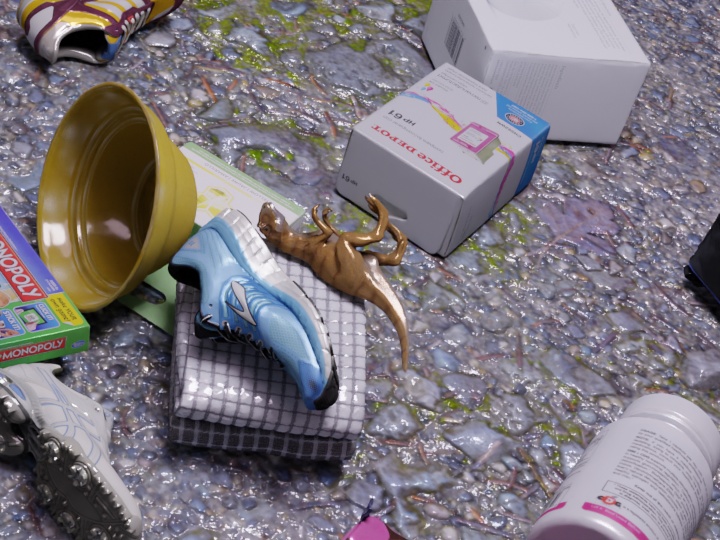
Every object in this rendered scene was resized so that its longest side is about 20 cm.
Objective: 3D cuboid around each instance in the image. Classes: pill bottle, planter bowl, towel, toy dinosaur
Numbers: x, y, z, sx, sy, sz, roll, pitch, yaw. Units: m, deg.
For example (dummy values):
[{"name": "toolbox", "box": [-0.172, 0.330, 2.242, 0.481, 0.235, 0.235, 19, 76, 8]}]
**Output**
[{"name": "pill bottle", "box": [0.226, 0.194, 1.258, 0.113, 0.114, 0.200, 30, 41, 15]}, {"name": "planter bowl", "box": [-0.202, -0.060, 1.339, 0.083, 0.201, 0.201, 8, 36, -42]}, {"name": "towel", "box": [-0.082, 0.066, 1.305, 0.164, 0.086, 0.201, 8, 48, -11]}, {"name": "toy dinosaur", "box": [0.000, 0.000, 1.305, 0.199, 0.060, 0.106, 36, 76, 21]}]

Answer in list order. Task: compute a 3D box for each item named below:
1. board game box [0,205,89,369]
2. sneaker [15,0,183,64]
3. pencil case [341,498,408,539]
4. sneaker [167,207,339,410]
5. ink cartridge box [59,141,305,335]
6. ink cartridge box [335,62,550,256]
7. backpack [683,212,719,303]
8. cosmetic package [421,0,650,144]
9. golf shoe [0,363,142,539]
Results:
[{"name": "board game box", "box": [-0.334, 0.015, 1.292, 0.134, 0.029, 0.200, -13, 40, -32]}, {"name": "sneaker", "box": [-0.269, -0.268, 1.646, 0.199, 0.075, 0.090, -19, 60, -29]}, {"name": "pencil case", "box": [0.061, 0.267, 1.135, 0.199, 0.091, 0.094, 36, 29, 17]}, {"name": "sneaker", "box": [-0.088, 0.045, 1.231, 0.090, 0.079, 0.200, -32, 59, -15]}, {"name": "ink cartridge box", "box": [-0.164, -0.034, 1.425, 0.145, 0.048, 0.200, 31, 38, 14]}, {"name": "ink cartridge box", "box": [0.088, -0.120, 1.594, 0.144, 0.085, 0.200, 32, 42, 16]}, {"name": "backpack", "box": [0.470, 0.002, 1.565, 0.199, 0.135, 0.183, -7, 46, -32]}, {"name": "cosmetic package", "box": [0.200, -0.258, 1.767, 0.198, 0.124, 0.200, 1, 42, -18]}, {"name": "golf shoe", "box": [-0.219, 0.136, 1.187, 0.200, 0.079, 0.097, 42, 39, 25]}]
